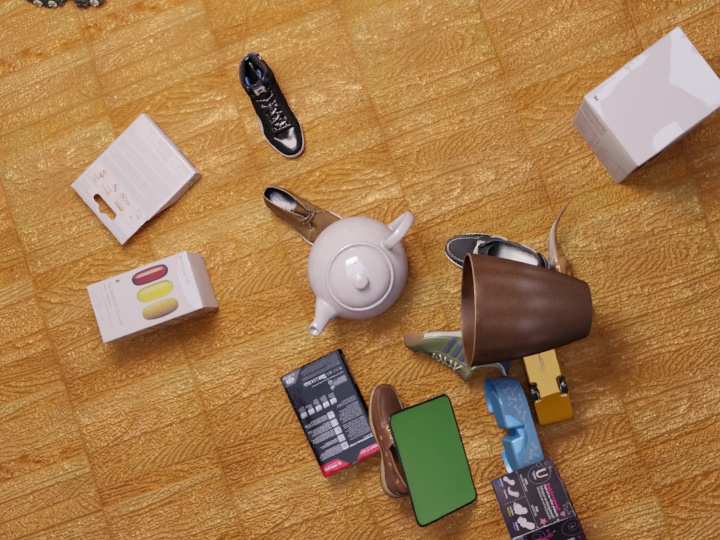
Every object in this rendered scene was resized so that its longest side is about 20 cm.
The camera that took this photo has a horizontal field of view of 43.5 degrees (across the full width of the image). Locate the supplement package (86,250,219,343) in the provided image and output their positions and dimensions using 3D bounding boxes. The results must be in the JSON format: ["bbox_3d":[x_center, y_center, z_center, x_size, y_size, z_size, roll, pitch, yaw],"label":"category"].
[{"bbox_3d":[-0.382,0.049,1.676,0.198,0.110,0.115,-20,85,6],"label":"supplement package"}]

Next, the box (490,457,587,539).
[{"bbox_3d":[0.313,0.436,1.509,0.114,0.133,0.201,-24,126,6],"label":"box"}]

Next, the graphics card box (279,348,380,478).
[{"bbox_3d":[-0.051,0.259,1.653,0.125,0.051,0.201,-27,86,5],"label":"graphics card box"}]

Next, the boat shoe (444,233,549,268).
[{"bbox_3d":[0.236,-0.030,1.601,0.198,0.060,0.076,9,83,26],"label":"boat shoe"}]

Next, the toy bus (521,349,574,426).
[{"bbox_3d":[0.321,0.168,1.595,0.064,0.078,0.202,-15,86,8],"label":"toy bus"}]

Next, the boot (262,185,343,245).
[{"bbox_3d":[-0.096,-0.094,1.664,0.199,0.075,0.074,30,88,6],"label":"boot"}]

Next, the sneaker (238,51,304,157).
[{"bbox_3d":[-0.173,-0.305,1.664,0.073,0.112,0.201,-27,84,6],"label":"sneaker"}]

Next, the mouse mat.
[{"bbox_3d":[0.129,0.331,1.591,0.007,0.160,0.202,-20,84,48],"label":"mouse mat"}]

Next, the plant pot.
[{"bbox_3d":[0.275,0.064,1.496,0.198,0.187,0.189,-1,87,0],"label":"plant pot"}]

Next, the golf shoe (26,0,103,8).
[{"bbox_3d":[-0.587,-0.565,1.760,0.198,0.077,0.089,5,68,5],"label":"golf shoe"}]

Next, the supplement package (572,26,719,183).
[{"bbox_3d":[0.487,-0.272,1.533,0.191,0.200,0.148,-36,83,5],"label":"supplement package"}]

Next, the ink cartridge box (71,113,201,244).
[{"bbox_3d":[-0.428,-0.174,1.727,0.200,0.050,0.161,-43,83,7],"label":"ink cartridge box"}]

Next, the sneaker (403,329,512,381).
[{"bbox_3d":[0.178,0.153,1.618,0.198,0.067,0.091,-2,82,4],"label":"sneaker"}]

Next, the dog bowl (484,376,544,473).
[{"bbox_3d":[0.272,0.281,1.585,0.049,0.111,0.202,-15,85,-8],"label":"dog bowl"}]

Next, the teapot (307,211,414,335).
[{"bbox_3d":[0.000,0.000,1.591,0.195,0.146,0.202,-4,101,-3],"label":"teapot"}]

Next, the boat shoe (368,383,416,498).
[{"bbox_3d":[0.065,0.297,1.596,0.071,0.067,0.202,-2,74,-27],"label":"boat shoe"}]

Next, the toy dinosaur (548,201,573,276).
[{"bbox_3d":[0.350,-0.010,1.618,0.105,0.060,0.202,-21,95,-7],"label":"toy dinosaur"}]
